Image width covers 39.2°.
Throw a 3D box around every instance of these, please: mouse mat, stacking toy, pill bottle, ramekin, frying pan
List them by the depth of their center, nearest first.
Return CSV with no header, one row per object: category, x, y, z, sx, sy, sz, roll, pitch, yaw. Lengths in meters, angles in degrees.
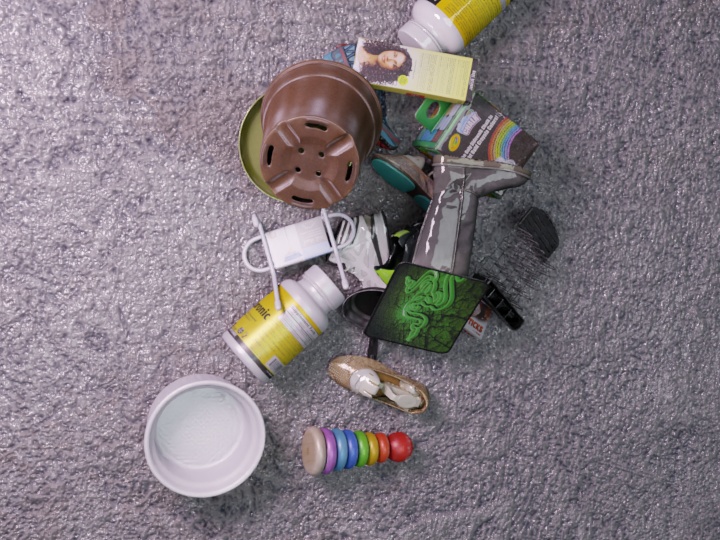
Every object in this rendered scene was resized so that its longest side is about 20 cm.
mouse mat,0.107,0.067,1.698,0.161,0.008,0.200,13,134,-11
ramekin,-0.267,0.271,1.704,0.200,0.098,0.201,-3,100,-17
pill bottle,0.162,-0.441,1.705,0.200,0.112,0.112,-45,108,-6
pill bottle,-0.125,0.086,1.709,0.200,0.111,0.111,-41,108,-7
frying pan,0.039,0.089,1.748,0.115,0.031,0.190,-9,137,19
stacking toy,0.000,0.320,1.809,0.200,0.085,0.086,2,98,-24

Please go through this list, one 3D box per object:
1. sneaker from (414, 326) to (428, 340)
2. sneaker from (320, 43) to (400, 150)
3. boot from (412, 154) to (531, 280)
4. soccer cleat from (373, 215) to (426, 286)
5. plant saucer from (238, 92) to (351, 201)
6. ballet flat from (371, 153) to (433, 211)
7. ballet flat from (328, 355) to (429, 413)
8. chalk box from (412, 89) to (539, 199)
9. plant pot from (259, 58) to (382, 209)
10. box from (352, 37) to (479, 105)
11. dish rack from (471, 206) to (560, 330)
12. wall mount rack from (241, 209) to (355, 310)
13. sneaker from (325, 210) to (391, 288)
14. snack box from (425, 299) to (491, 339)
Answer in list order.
sneaker,0.111,0.022,1.770,0.108,0.067,0.202,-22,111,-47
sneaker,0.018,-0.295,1.706,0.096,0.079,0.200,-40,108,-9
boot,0.182,-0.082,1.663,0.182,0.073,0.200,6,89,-2
soccer cleat,0.103,-0.055,1.709,0.081,0.068,0.200,41,81,-29
plant saucer,-0.109,-0.214,1.706,0.200,0.031,0.200,-3,100,-17
ballet flat,0.103,-0.157,1.769,0.200,0.068,0.067,40,67,-24
ballet flat,0.039,0.205,1.799,0.200,0.065,0.071,18,103,-17
chalk box,0.180,-0.232,1.742,0.200,0.124,0.125,36,89,-18
plant pot,-0.068,-0.201,1.565,0.200,0.198,0.201,1,119,2
box,0.088,-0.322,1.642,0.200,0.050,0.075,9,90,-1
dish rack,0.292,-0.009,1.817,0.200,0.055,0.153,-51,136,-7
wall mount rack,-0.099,-0.027,1.680,0.200,0.075,0.174,-18,77,1
sneaker,0.000,0.000,1.765,0.115,0.076,0.201,-8,105,2
snack box,0.172,0.056,1.780,0.200,0.024,0.072,34,74,-49
